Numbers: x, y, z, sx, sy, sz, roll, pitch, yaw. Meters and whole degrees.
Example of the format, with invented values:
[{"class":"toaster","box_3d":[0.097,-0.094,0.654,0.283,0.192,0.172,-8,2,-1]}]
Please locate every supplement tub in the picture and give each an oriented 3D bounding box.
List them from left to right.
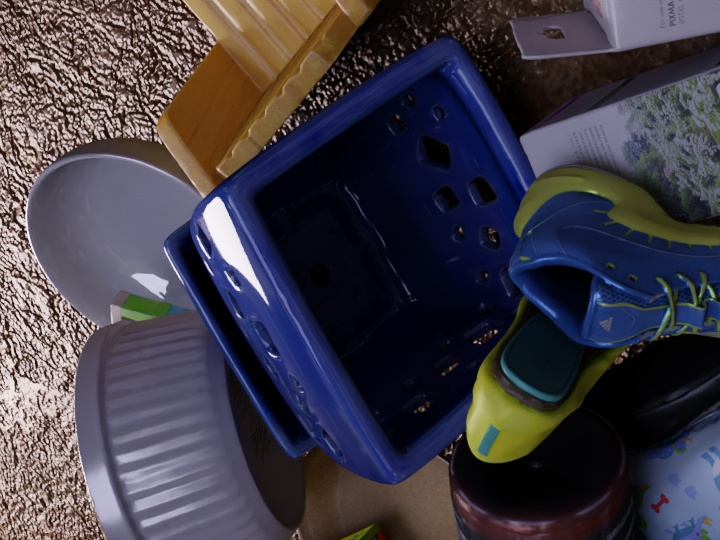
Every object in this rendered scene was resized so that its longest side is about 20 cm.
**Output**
[{"class":"supplement tub","box_3d":[0.116,0.185,0.718,0.106,0.107,0.202,11,130,32]}]

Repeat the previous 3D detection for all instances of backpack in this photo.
[{"class":"backpack","box_3d":[0.244,0.139,0.715,0.162,0.154,0.201,-31,104,34]}]

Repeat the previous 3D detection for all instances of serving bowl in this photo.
[{"class":"serving bowl","box_3d":[-0.166,-0.029,0.953,0.197,0.066,0.202,12,134,12]}]

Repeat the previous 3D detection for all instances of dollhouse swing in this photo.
[{"class":"dollhouse swing","box_3d":[-0.089,-0.197,0.777,0.175,0.183,0.200,38,132,-11]}]

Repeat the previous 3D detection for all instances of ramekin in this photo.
[{"class":"ramekin","box_3d":[-0.114,0.124,0.857,0.104,0.200,0.203,-17,102,10]}]

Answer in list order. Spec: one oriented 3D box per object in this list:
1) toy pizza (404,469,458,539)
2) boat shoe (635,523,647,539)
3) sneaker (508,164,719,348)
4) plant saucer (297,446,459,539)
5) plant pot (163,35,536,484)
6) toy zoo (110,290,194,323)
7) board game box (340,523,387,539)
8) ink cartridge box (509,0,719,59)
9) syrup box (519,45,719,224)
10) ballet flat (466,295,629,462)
[{"class":"toy pizza","box_3d":[0.121,0.228,0.904,0.198,0.032,0.203,16,120,29]},{"class":"boat shoe","box_3d":[0.208,0.193,0.800,0.200,0.072,0.063,49,134,12]},{"class":"sneaker","box_3d":[0.166,0.017,0.626,0.197,0.105,0.077,20,134,18]},{"class":"plant saucer","box_3d":[0.038,0.203,0.907,0.198,0.035,0.203,16,120,29]},{"class":"plant pot","box_3d":[0.000,0.000,0.765,0.202,0.199,0.179,58,152,-8]},{"class":"toy zoo","box_3d":[-0.108,0.095,0.976,0.197,0.021,0.133,15,131,10]},{"class":"board game box","box_3d":[0.024,0.304,0.911,0.101,0.047,0.201,-33,91,41]},{"class":"ink cartridge box","box_3d":[0.169,-0.159,0.577,0.197,0.117,0.069,-10,109,7]},{"class":"syrup box","box_3d":[0.198,-0.079,0.669,0.198,0.081,0.080,-16,104,41]},{"class":"ballet flat","box_3d":[0.110,0.047,0.673,0.066,0.200,0.068,32,124,15]}]
